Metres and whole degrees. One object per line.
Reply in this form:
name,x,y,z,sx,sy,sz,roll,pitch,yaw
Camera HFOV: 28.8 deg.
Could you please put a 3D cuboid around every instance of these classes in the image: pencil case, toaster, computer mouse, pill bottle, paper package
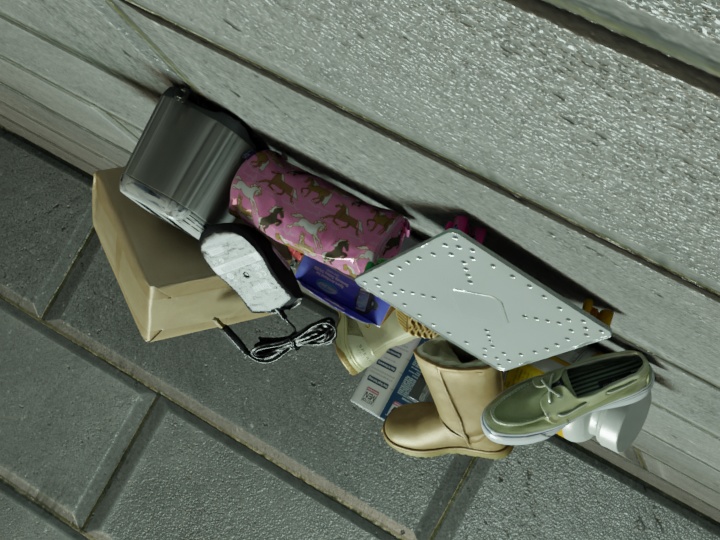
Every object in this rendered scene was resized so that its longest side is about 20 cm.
pencil case,-0.045,-0.060,1.515,0.199,0.087,0.083,28,-160,17
toaster,-0.186,-0.113,1.555,0.113,0.130,0.200,27,174,15
computer mouse,-0.125,0.021,1.590,0.140,0.046,0.200,-24,121,35
pill bottle,0.242,0.136,1.678,0.199,0.113,0.113,26,174,28
paper package,-0.204,-0.036,1.685,0.201,0.189,0.104,61,151,34

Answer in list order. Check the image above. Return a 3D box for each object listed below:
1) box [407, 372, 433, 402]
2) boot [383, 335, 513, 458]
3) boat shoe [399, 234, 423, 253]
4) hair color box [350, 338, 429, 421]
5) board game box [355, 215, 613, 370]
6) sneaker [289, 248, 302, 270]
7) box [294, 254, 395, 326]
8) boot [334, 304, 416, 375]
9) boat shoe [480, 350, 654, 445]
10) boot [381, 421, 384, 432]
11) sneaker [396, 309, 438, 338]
box,0.140,0.123,1.862,0.049,0.162,0.200,27,175,18
boot,0.093,0.144,1.647,0.174,0.067,0.201,0,145,16
boat shoe,0.064,0.002,1.591,0.199,0.074,0.065,27,171,37
hair color box,0.074,0.115,1.928,0.060,0.201,0.100,31,175,-24
board game box,0.122,0.027,1.399,0.199,0.026,0.200,32,154,-18
sneaker,-0.082,-0.039,1.946,0.096,0.079,0.200,45,173,44
box,0.000,0.000,1.664,0.118,0.042,0.200,29,-159,6
boot,0.045,0.036,1.819,0.073,0.155,0.201,54,-158,-26
boat shoe,0.224,0.131,1.535,0.062,0.198,0.072,64,-174,-56
boot,0.059,0.138,2.021,0.174,0.202,0.066,11,179,-7
sneaker,0.146,0.044,1.632,0.198,0.076,0.090,12,-151,18
